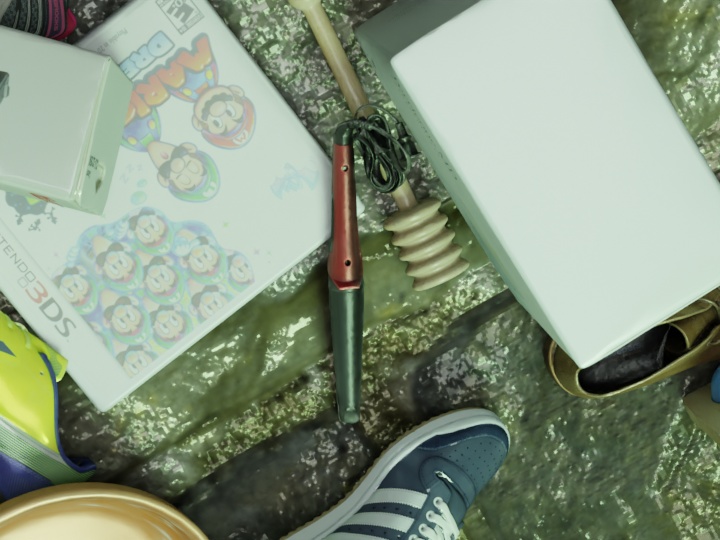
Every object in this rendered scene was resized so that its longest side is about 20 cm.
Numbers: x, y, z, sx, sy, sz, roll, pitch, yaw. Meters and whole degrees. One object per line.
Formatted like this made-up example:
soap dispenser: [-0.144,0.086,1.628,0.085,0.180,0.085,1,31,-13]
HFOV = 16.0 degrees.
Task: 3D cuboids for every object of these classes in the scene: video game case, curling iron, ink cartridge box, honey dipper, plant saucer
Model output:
video game case: [-0.129,-0.047,1.496,0.200,0.024,0.182,-38,102,0]
curling iron: [0.000,0.000,1.498,0.050,0.026,0.200,14,113,18]
ink cartridge box: [-0.232,-0.097,1.395,0.200,0.144,0.084,16,89,0]
honey dipper: [0.007,-0.085,1.501,0.038,0.038,0.200,-25,99,-2]
plant saucer: [-0.175,0.209,1.498,0.200,0.037,0.200,-9,117,-19]

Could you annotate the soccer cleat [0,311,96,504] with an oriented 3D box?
soccer cleat: [-0.218,0.048,1.483,0.084,0.065,0.200,-25,104,-9]

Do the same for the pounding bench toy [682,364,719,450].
pounding bench toy: [0.289,0.118,1.483,0.124,0.200,0.156,-28,102,-1]

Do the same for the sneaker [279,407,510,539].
sneaker: [0.026,0.171,1.492,0.200,0.109,0.070,-37,131,-8]

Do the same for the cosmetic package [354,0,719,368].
cosmetic package: [0.104,-0.074,1.430,0.123,0.200,0.199,-33,101,-1]

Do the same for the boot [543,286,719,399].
boot: [0.210,0.027,1.524,0.200,0.075,0.074,-26,99,-3]

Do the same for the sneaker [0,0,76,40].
sneaker: [-0.172,-0.227,1.441,0.075,0.081,0.200,17,102,-31]
